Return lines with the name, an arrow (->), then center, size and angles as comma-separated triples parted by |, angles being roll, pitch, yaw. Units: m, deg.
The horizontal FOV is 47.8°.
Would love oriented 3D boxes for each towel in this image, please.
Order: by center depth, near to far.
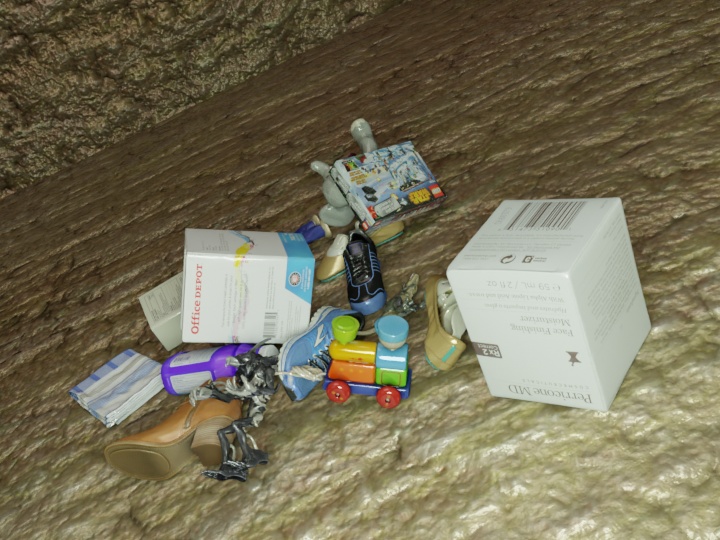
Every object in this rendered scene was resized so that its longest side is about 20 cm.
towel -> -0.428, 0.202, 1.450 | 0.147, 0.024, 0.199 | -39, 30, -27

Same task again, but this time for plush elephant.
plush elephant -> -0.027, -0.179, 1.615 | 0.154, 0.165, 0.200 | -9, 51, -38

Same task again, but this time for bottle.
bottle -> -0.223, 0.156, 1.309 | 0.198, 0.066, 0.083 | -11, 10, 24

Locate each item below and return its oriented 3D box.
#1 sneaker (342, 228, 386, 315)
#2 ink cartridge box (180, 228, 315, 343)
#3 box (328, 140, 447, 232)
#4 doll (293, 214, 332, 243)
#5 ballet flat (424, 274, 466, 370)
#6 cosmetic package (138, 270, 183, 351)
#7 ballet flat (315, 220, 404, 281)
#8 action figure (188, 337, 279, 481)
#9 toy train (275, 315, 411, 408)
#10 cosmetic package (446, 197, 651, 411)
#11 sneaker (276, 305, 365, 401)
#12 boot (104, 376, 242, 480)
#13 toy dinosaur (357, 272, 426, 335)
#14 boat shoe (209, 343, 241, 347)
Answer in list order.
sneaker -> 0.000, 0.000, 1.395 | 0.070, 0.078, 0.200 | -21, 27, 7
ink cartridge box -> -0.187, 0.024, 1.312 | 0.198, 0.148, 0.146 | 3, 18, -14
box -> 0.053, -0.160, 1.517 | 0.199, 0.138, 0.040 | -21, -17, -39
doll -> -0.156, -0.041, 1.630 | 0.199, 0.049, 0.136 | -32, 27, -14
ballet flat -> 0.131, 0.060, 1.172 | 0.063, 0.068, 0.201 | -51, 20, 33
cosmetic package -> -0.305, 0.050, 1.530 | 0.199, 0.073, 0.104 | -31, 45, -6
ballet flat -> -0.010, -0.056, 1.519 | 0.199, 0.063, 0.069 | -34, 26, -17
action figure -> -0.169, 0.178, 1.117 | 0.119, 0.102, 0.202 | -30, 46, 40
toy train -> -0.028, 0.113, 1.118 | 0.198, 0.117, 0.085 | 5, 33, 7
cosmetic package -> 0.236, 0.037, 0.999 | 0.164, 0.201, 0.165 | 2, 35, 41
sneaker -> -0.055, 0.119, 1.230 | 0.089, 0.079, 0.200 | -7, 31, 35
boot -> -0.271, 0.226, 1.215 | 0.198, 0.077, 0.156 | -15, 30, 13
toy dinosaur -> 0.063, 0.057, 1.260 | 0.088, 0.048, 0.200 | -16, 13, 39
boat shoe -> -0.210, 0.068, 1.462 | 0.071, 0.072, 0.201 | -6, 39, 29
